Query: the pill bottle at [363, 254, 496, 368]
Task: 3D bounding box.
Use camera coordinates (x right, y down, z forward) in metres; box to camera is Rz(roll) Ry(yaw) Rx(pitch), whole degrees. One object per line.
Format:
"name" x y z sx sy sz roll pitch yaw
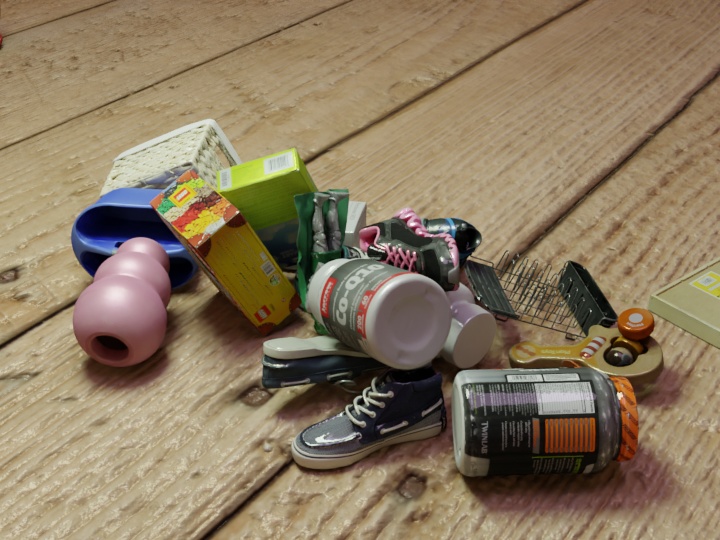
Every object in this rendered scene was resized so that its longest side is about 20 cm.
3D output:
"pill bottle" 0.085 0.051 1.325 0.111 0.111 0.200 -24 39 -32

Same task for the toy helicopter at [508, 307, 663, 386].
"toy helicopter" 0.292 0.121 1.269 0.199 0.079 0.133 -1 40 19

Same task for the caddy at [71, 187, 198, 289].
"caddy" -0.331 -0.044 1.459 0.199 0.142 0.105 3 27 8

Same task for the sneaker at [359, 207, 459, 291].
"sneaker" 0.059 -0.020 1.263 0.095 0.079 0.200 -10 23 -21

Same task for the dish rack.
"dish rack" 0.245 0.028 1.360 0.199 0.055 0.154 15 27 -19

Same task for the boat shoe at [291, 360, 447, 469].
"boat shoe" 0.010 0.166 1.163 0.199 0.093 0.075 -14 35 -21

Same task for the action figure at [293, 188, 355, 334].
"action figure" -0.049 -0.009 1.352 0.055 0.201 0.118 13 16 40

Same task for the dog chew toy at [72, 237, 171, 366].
"dog chew toy" -0.315 0.034 1.331 0.124 0.125 0.200 3 43 6

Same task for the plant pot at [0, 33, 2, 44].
"plant pot" -0.961 -0.613 2.333 0.199 0.183 0.201 -1 32 1

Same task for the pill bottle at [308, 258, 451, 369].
"pill bottle" 0.016 0.046 1.209 0.113 0.114 0.200 -17 16 -24

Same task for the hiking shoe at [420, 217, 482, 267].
"hiking shoe" 0.139 -0.033 1.429 0.086 0.075 0.200 -4 -6 19

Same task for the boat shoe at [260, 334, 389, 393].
"boat shoe" -0.037 0.122 1.256 0.199 0.062 0.075 0 14 -39

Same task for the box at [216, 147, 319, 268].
"box" -0.112 -0.083 1.395 0.121 0.200 0.048 -15 54 10

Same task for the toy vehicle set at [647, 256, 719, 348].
"toy vehicle set" 0.533 0.038 1.416 0.199 0.027 0.124 -23 38 -30

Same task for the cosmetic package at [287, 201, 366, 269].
"cosmetic package" -0.095 -0.060 1.534 0.199 0.081 0.113 3 30 8

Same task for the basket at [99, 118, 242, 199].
"basket" -0.298 -0.132 1.555 0.199 0.136 0.124 -17 34 22

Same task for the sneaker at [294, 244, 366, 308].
"sneaker" 0.000 0.000 1.436 0.199 0.080 0.071 -13 34 -18

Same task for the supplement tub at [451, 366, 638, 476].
"supplement tub" 0.209 0.173 1.120 0.199 0.123 0.123 -1 32 -1

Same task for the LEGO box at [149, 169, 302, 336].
"LEGO box" -0.186 -0.024 1.357 0.077 0.200 0.149 -42 44 -10
